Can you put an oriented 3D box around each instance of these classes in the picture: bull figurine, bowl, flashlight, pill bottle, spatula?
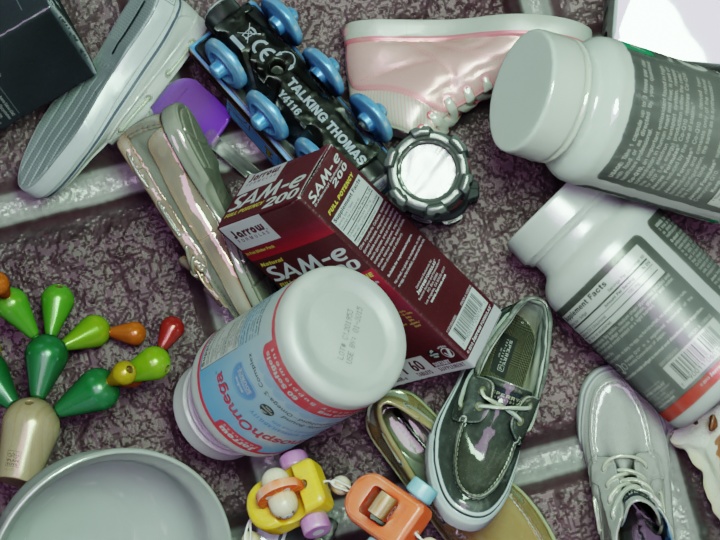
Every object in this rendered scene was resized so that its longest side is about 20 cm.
[{"bbox_3d":[0.330,0.189,1.659,0.200,0.065,0.122,21,90,4],"label":"bull figurine"},{"bbox_3d":[-0.206,0.220,1.633,0.201,0.090,0.201,-8,108,-24],"label":"bowl"},{"bbox_3d":[0.052,-0.065,1.612,0.068,0.200,0.068,-45,87,-2],"label":"flashlight"},{"bbox_3d":[0.218,0.016,1.647,0.116,0.116,0.200,-45,86,-2],"label":"pill bottle"},{"bbox_3d":[0.206,-0.110,1.586,0.200,0.113,0.113,14,86,-24],"label":"pill bottle"},{"bbox_3d":[-0.061,0.078,1.600,0.109,0.200,0.109,14,62,-29],"label":"pill bottle"},{"bbox_3d":[-0.088,-0.079,1.704,0.200,0.021,0.057,40,93,2],"label":"spatula"}]

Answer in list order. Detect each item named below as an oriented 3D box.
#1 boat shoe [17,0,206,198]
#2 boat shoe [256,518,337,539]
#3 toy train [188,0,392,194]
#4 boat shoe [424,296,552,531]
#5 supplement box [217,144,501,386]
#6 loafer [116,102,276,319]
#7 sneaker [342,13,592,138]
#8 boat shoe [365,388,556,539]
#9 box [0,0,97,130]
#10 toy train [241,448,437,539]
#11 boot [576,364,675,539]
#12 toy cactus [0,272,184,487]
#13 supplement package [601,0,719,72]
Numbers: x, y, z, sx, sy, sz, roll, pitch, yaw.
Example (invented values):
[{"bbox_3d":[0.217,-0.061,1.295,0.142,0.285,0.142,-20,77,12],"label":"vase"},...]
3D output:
[{"bbox_3d":[-0.193,-0.132,1.686,0.067,0.074,0.200,31,101,-34],"label":"boat shoe"},{"bbox_3d":[-0.064,0.280,1.646,0.071,0.072,0.200,12,84,6],"label":"boat shoe"},{"bbox_3d":[-0.052,-0.125,1.653,0.087,0.114,0.200,-39,78,-17],"label":"toy train"},{"bbox_3d":[0.100,0.102,1.621,0.072,0.071,0.200,21,56,-9],"label":"boat shoe"},{"bbox_3d":[0.000,0.000,1.612,0.200,0.109,0.061,44,55,-22],"label":"supplement box"},{"bbox_3d":[-0.126,-0.033,1.676,0.063,0.072,0.200,-22,98,13],"label":"loafer"},{"bbox_3d":[0.084,-0.147,1.680,0.200,0.075,0.105,-1,81,8],"label":"sneaker"},{"bbox_3d":[0.078,0.175,1.657,0.200,0.076,0.072,42,87,3],"label":"boat shoe"},{"bbox_3d":[-0.332,-0.180,1.650,0.200,0.104,0.148,-29,60,-1],"label":"box"},{"bbox_3d":[-0.043,0.212,1.578,0.150,0.056,0.200,38,87,33],"label":"toy train"},{"bbox_3d":[0.216,0.171,1.645,0.073,0.096,0.200,-12,86,0],"label":"boot"},{"bbox_3d":[-0.247,0.085,1.648,0.200,0.102,0.165,10,70,2],"label":"toy cactus"},{"bbox_3d":[0.276,-0.251,1.667,0.156,0.111,0.200,5,86,1],"label":"supplement package"}]
